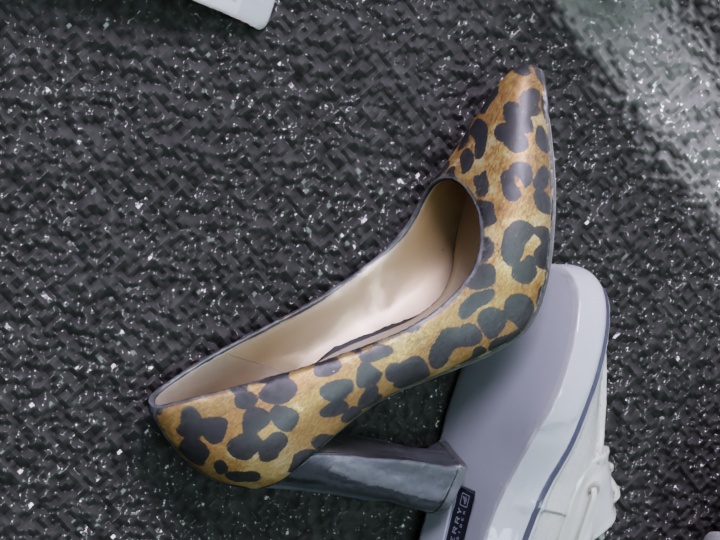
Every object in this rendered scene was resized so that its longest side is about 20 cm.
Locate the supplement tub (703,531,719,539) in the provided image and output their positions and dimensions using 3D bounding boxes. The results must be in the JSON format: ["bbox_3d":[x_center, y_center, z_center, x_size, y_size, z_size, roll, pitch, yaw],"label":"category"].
[{"bbox_3d":[0.256,0.098,0.947,0.200,0.145,0.145,-48,113,-10],"label":"supplement tub"}]

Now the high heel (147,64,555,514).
[{"bbox_3d":[0.000,0.000,0.863,0.142,0.071,0.200,13,98,-27],"label":"high heel"}]

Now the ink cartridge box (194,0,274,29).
[{"bbox_3d":[-0.099,-0.201,0.817,0.200,0.050,0.162,18,90,-42],"label":"ink cartridge box"}]

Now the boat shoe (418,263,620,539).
[{"bbox_3d":[0.077,0.097,0.915,0.070,0.071,0.200,13,95,-34],"label":"boat shoe"}]
